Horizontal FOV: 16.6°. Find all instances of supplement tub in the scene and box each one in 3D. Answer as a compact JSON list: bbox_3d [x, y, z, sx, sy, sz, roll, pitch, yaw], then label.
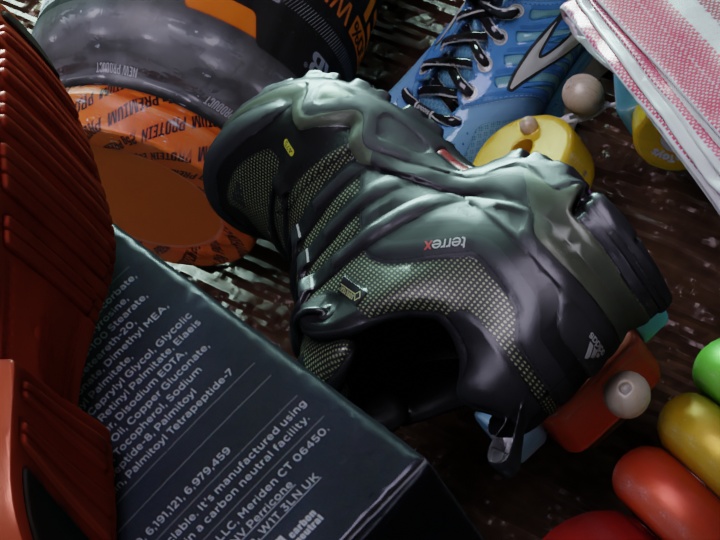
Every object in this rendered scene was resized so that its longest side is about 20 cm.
[{"bbox_3d":[-0.053,-0.110,0.959,0.122,0.123,0.201,4,61,30],"label":"supplement tub"}]

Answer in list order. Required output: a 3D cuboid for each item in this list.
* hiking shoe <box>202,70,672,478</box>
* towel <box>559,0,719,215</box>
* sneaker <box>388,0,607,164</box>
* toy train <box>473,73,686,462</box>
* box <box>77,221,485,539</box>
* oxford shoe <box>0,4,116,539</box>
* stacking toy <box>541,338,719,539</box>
[{"bbox_3d":[0.000,0.000,0.800,0.200,0.076,0.101,19,61,48],"label":"hiking shoe"},{"bbox_3d":[0.179,-0.090,0.793,0.199,0.030,0.146,-25,41,-6],"label":"towel"},{"bbox_3d":[0.049,-0.092,0.913,0.200,0.090,0.078,-49,50,-9],"label":"sneaker"},{"bbox_3d":[0.102,-0.017,0.843,0.200,0.056,0.150,-45,38,-10],"label":"toy train"},{"bbox_3d":[-0.046,0.101,0.757,0.124,0.200,0.196,-47,50,-11],"label":"box"},{"bbox_3d":[-0.113,0.010,0.678,0.072,0.071,0.201,-19,50,19],"label":"oxford shoe"},{"bbox_3d":[0.130,0.051,0.784,0.200,0.085,0.085,-47,49,-2],"label":"stacking toy"}]
